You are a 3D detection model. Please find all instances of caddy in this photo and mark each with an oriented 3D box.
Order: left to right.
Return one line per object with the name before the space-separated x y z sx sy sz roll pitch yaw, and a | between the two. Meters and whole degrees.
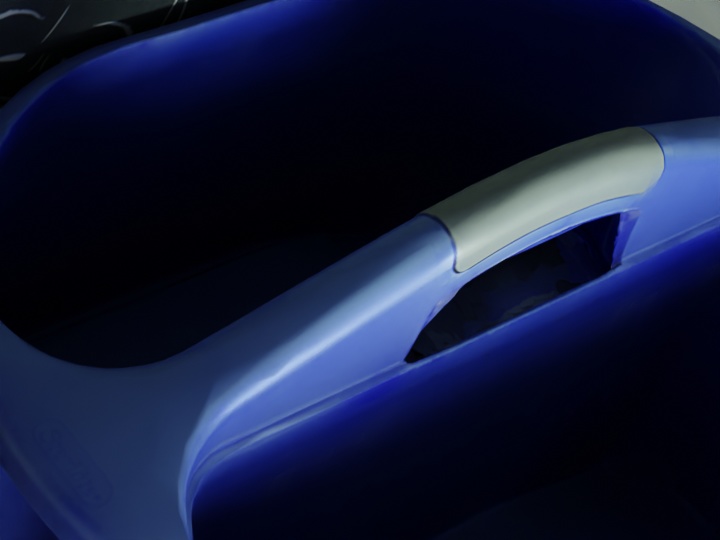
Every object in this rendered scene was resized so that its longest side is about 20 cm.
caddy | 0.014 0.017 0.511 0.200 0.141 0.105 -24 153 -42

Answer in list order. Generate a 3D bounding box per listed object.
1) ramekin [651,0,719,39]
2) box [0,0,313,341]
ramekin | 0.000 0.000 0.673 0.202 0.203 0.094 -31 165 -28
box | -0.073 -0.088 0.505 0.200 0.107 0.148 -53 156 19
